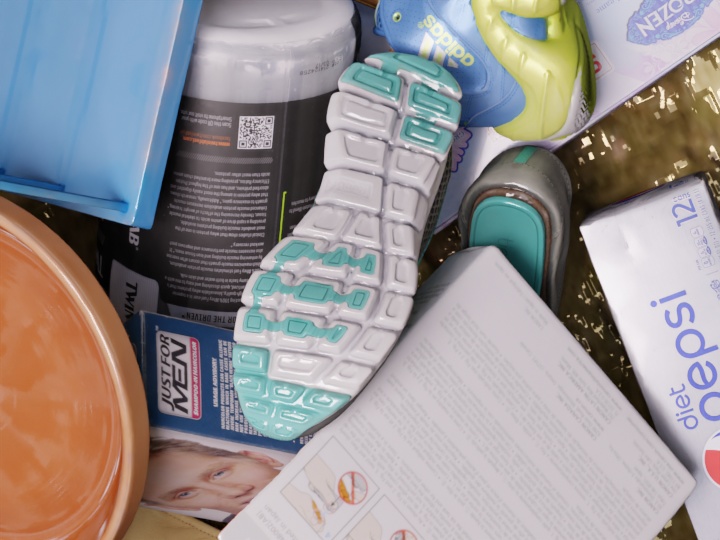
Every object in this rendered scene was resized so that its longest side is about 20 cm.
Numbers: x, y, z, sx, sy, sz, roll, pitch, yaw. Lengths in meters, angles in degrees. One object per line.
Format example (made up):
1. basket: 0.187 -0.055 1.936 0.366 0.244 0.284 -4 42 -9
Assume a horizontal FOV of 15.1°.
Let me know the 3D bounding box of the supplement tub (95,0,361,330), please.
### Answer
1. supplement tub: -0.068 -0.044 1.341 0.122 0.123 0.200 11 116 8

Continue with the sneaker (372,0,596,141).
1. sneaker: 0.050 -0.157 1.306 0.105 0.076 0.200 -7 96 11

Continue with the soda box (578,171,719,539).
1. soda box: 0.175 0.055 1.357 0.068 0.063 0.200 -21 93 10

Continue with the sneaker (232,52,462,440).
1. sneaker: 0.000 0.000 1.273 0.078 0.091 0.200 19 64 13

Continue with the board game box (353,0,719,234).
1. board game box: 0.063 -0.155 1.363 0.200 0.041 0.200 -34 90 11

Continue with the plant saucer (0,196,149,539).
1. plant saucer: -0.178 0.054 1.240 0.200 0.032 0.201 12 113 29

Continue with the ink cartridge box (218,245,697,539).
1. ink cartridge box: 0.042 0.112 1.277 0.200 0.047 0.160 -46 103 -21

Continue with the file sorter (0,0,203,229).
1. file sorter: -0.189 -0.112 1.260 0.200 0.123 0.139 15 92 44

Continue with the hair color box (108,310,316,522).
1. hair color box: -0.043 0.080 1.308 0.100 0.200 0.061 -34 51 48

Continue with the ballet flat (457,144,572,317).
1. ballet flat: 0.075 0.028 1.368 0.067 0.064 0.200 14 123 11

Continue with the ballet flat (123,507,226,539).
1. ballet flat: -0.031 0.148 1.404 0.200 0.069 0.063 11 84 7
